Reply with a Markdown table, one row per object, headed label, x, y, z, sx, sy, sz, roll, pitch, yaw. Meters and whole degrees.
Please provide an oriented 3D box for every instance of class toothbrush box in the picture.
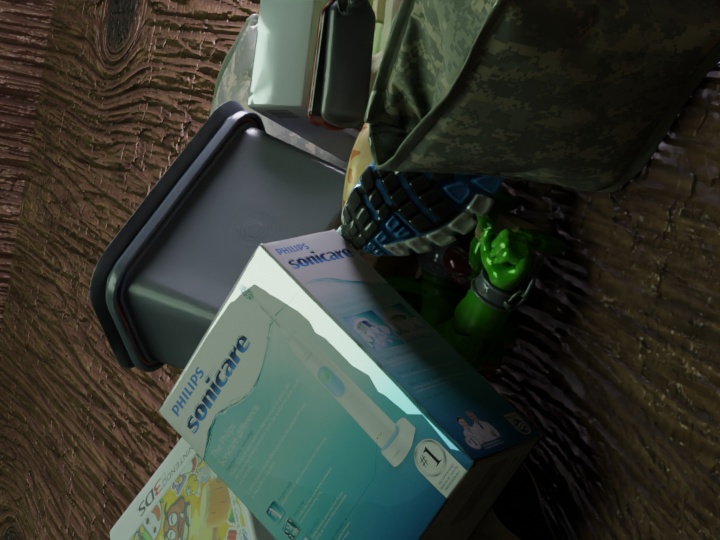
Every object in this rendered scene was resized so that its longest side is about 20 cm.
| label | x | y | z | sx | sy | sz | roll | pitch | yaw |
| --- | --- | --- | --- | --- | --- | --- | --- | --- | --- |
| toothbrush box | -0.010 | 0.096 | 1.416 | 0.200 | 0.085 | 0.147 | 43 | 119 | 21 |

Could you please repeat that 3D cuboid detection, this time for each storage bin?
| label | x | y | z | sx | sy | sz | roll | pitch | yaw |
| --- | --- | --- | --- | --- | --- | --- | --- | --- | --- |
| storage bin | -0.078 | 0.000 | 1.655 | 0.200 | 0.134 | 0.146 | -53 | -32 | -27 |

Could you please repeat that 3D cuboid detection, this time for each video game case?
| label | x | y | z | sx | sy | sz | roll | pitch | yaw |
| --- | --- | --- | --- | --- | --- | --- | --- | --- | --- |
| video game case | -0.119 | 0.217 | 1.628 | 0.182 | 0.023 | 0.201 | -52 | 39 | 34 |

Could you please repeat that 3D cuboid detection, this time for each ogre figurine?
| label | x | y | z | sx | sy | sz | roll | pitch | yaw |
| --- | --- | --- | --- | --- | --- | --- | --- | --- | --- |
| ogre figurine | 0.068 | 0.006 | 1.526 | 0.200 | 0.098 | 0.120 | 44 | 112 | 55 |

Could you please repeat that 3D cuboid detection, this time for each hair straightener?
| label | x | y | z | sx | sy | sz | roll | pitch | yaw |
| --- | --- | --- | --- | --- | --- | --- | --- | --- | --- |
| hair straightener | 0.004 | -0.196 | 1.555 | 0.077 | 0.041 | 0.201 | -167 | 90 | -73 |

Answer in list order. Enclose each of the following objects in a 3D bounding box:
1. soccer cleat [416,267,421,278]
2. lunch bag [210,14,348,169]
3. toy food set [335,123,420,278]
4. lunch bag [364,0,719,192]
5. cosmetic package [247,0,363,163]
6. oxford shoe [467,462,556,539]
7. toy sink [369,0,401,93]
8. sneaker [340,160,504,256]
| label | x | y | z | sx | sy | sz | roll | pitch | yaw |
| --- | --- | --- | --- | --- | --- | --- | --- | --- | --- |
| soccer cleat | 0.024 | -0.014 | 1.715 | 0.085 | 0.068 | 0.201 | 123 | 154 | -60 |
| lunch bag | -0.077 | -0.087 | 1.948 | 0.200 | 0.117 | 0.165 | 124 | 148 | -46 |
| toy food set | 0.000 | 0.000 | 1.561 | 0.200 | 0.048 | 0.199 | 83 | -149 | -69 |
| lunch bag | 0.106 | -0.127 | 1.357 | 0.200 | 0.163 | 0.118 | 121 | 146 | -48 |
| cosmetic package | -0.018 | -0.176 | 1.749 | 0.200 | 0.051 | 0.152 | 23 | -110 | -66 |
| oxford shoe | 0.078 | 0.130 | 1.466 | 0.074 | 0.070 | 0.201 | -58 | 48 | 36 |
| toy sink | 0.061 | -0.196 | 1.608 | 0.200 | 0.111 | 0.131 | 163 | 114 | -69 |
| sneaker | 0.066 | -0.077 | 1.485 | 0.075 | 0.200 | 0.087 | 55 | 167 | -9 |
